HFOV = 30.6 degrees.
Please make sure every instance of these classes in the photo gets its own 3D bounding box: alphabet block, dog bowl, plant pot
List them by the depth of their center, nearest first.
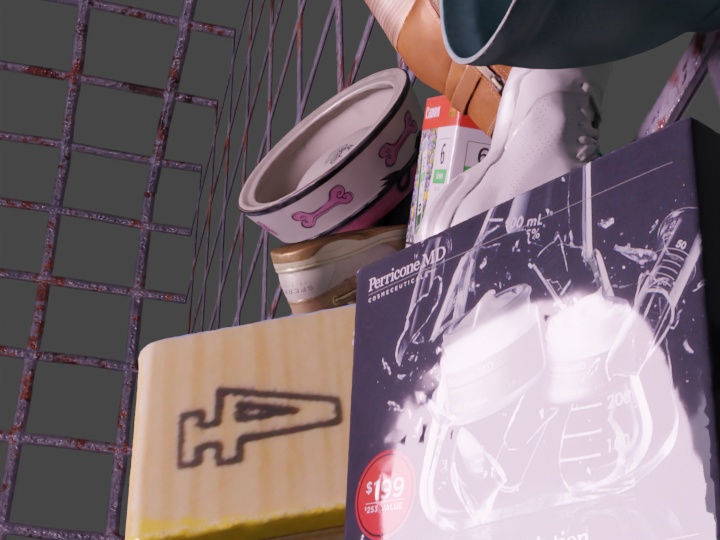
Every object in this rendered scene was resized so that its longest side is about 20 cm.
[{"bbox_3d":[0.133,-0.192,0.673,0.200,0.134,0.201,-170,90,-78],"label":"plant pot"},{"bbox_3d":[-0.045,0.166,0.929,0.200,0.196,0.196,-99,-4,-53],"label":"alphabet block"},{"bbox_3d":[-0.016,-0.096,1.227,0.200,0.074,0.200,-34,21,15],"label":"dog bowl"}]

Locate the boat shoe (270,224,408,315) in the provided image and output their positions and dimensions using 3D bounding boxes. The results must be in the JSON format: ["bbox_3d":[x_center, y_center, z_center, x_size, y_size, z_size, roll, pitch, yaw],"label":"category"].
[{"bbox_3d":[0.000,0.000,1.100,0.074,0.200,0.067,-6,95,40],"label":"boat shoe"}]

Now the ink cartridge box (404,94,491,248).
[{"bbox_3d":[0.081,-0.101,1.036,0.109,0.050,0.201,-160,78,-78],"label":"ink cartridge box"}]

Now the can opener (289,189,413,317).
[{"bbox_3d":[0.000,-0.015,1.195,0.067,0.053,0.200,-50,7,48],"label":"can opener"}]

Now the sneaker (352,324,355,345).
[{"bbox_3d":[0.056,0.002,0.844,0.200,0.074,0.088,-24,-56,-58],"label":"sneaker"}]

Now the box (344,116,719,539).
[{"bbox_3d":[0.094,0.066,0.562,0.200,0.104,0.183,-25,51,42],"label":"box"}]

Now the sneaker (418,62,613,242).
[{"bbox_3d":[0.119,-0.067,0.779,0.088,0.075,0.200,12,62,40],"label":"sneaker"}]

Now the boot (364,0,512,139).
[{"bbox_3d":[0.096,-0.203,0.902,0.155,0.074,0.200,52,136,20],"label":"boot"}]
